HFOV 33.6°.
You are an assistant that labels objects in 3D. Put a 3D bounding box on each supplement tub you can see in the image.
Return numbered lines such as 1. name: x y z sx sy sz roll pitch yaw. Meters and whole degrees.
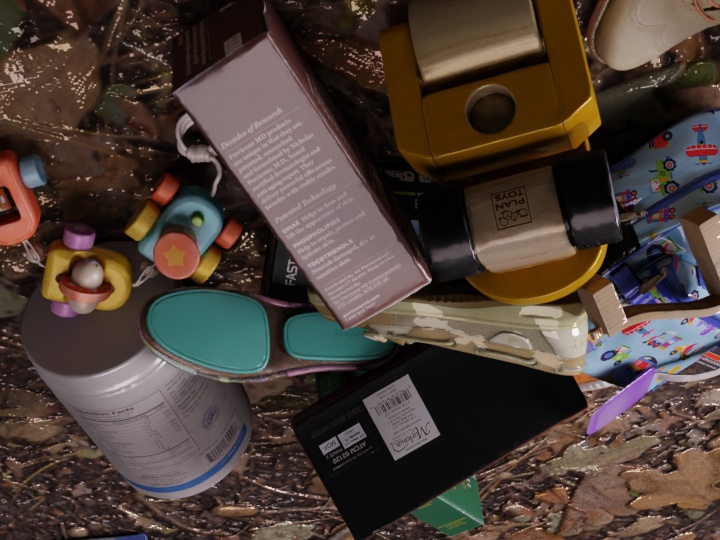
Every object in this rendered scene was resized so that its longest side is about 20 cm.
1. supplement tub: -0.174 0.085 0.965 0.131 0.133 0.201 -12 140 7

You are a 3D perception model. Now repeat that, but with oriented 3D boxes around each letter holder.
1. letter holder: 0.055 0.106 0.935 0.199 0.101 0.142 -30 -179 -3

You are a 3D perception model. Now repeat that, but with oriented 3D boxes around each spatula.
1. spatula: 0.254 0.074 0.885 0.199 0.021 0.057 -20 152 -7

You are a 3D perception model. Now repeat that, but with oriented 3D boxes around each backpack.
1. backpack: 0.234 -0.019 0.883 0.199 0.135 0.182 -35 146 22

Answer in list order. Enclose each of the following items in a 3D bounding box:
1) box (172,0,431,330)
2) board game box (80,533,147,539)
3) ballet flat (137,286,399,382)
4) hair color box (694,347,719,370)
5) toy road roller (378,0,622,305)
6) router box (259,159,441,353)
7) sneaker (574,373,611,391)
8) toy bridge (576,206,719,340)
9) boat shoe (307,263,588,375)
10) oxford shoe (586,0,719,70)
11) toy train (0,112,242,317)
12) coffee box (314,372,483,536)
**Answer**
1. box: -0.037 -0.070 0.762 0.075 0.100 0.201 -29 119 8
2. board game box: -0.328 0.374 1.374 0.197 0.044 0.201 -5 142 0
3. ballet flat: -0.070 0.051 0.886 0.198 0.070 0.071 2 167 -19
4. hair color box: 0.365 0.014 1.007 0.101 0.062 0.200 20 134 -29
5. toy road roller: 0.098 -0.077 0.776 0.122 0.202 0.146 -13 166 14
6. router box: 0.000 0.000 0.937 0.149 0.062 0.201 2 141 -9
7. sneaker: 0.155 0.088 1.081 0.199 0.073 0.077 -32 113 23
8. toy bridge: 0.233 -0.008 0.788 0.199 0.027 0.068 -31 111 -8
9. boat shoe: 0.059 0.034 0.834 0.199 0.073 0.064 3 113 14
10. oxford shoe: 0.221 -0.183 0.730 0.070 0.074 0.200 22 133 -31
11. toy train: -0.184 -0.036 0.836 0.198 0.056 0.151 -12 116 2
12. coffee box: 0.037 0.155 1.089 0.044 0.124 0.200 -29 138 25
